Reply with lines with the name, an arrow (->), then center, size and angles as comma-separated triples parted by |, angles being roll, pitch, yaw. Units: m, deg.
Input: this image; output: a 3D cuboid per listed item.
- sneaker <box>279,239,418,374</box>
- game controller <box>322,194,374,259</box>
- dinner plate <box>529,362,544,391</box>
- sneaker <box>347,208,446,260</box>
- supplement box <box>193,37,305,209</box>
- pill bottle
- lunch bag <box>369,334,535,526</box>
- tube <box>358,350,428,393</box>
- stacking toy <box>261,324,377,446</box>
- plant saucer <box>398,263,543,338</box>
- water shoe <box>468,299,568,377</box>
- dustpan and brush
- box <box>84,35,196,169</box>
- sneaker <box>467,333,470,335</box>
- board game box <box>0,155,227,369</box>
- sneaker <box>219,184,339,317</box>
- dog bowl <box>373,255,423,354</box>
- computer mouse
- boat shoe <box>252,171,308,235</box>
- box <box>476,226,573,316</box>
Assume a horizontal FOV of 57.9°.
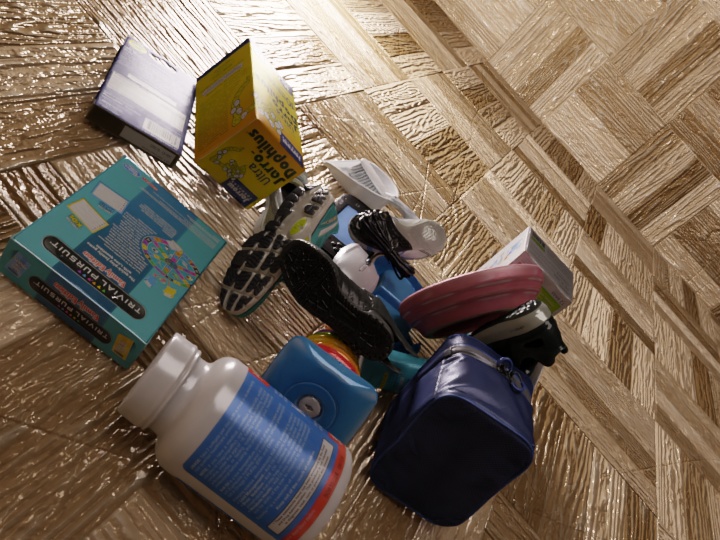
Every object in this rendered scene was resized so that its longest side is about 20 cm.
sneaker -> -0.012, 0.045, 0.756 | 0.200, 0.060, 0.104 | 46, 6, 2
game controller -> -0.017, -0.060, 1.015 | 0.104, 0.042, 0.200 | 45, 30, -3
dinner plate -> 0.206, 0.180, 0.883 | 0.024, 0.204, 0.200 | 27, 27, 14
sneaker -> 0.052, -0.048, 1.009 | 0.197, 0.072, 0.074 | 4, 66, -43
supplement box -> -0.158, -0.209, 0.917 | 0.109, 0.108, 0.203 | 43, 26, -43
pill bottle -> -0.112, 0.150, 0.583 | 0.199, 0.112, 0.113 | 41, 31, -12
lunch bag -> 0.111, 0.173, 0.754 | 0.135, 0.201, 0.133 | 35, 30, -8
tube -> 0.092, 0.144, 0.837 | 0.195, 0.078, 0.051 | 16, 47, -5
stacking toy -> -0.040, 0.108, 0.753 | 0.115, 0.111, 0.201 | 35, 20, -5
plant saucer -> 0.150, 0.047, 0.865 | 0.198, 0.198, 0.052 | 3, 68, -49
water shoe -> 0.174, 0.103, 0.802 | 0.071, 0.200, 0.080 | -28, 82, -25
dustpan and brush -> 0.037, -0.137, 1.153 | 0.202, 0.057, 0.139 | 55, 31, 12
box -> -0.287, -0.232, 0.880 | 0.120, 0.032, 0.203 | 30, 35, -28
sneaker -> 0.158, 0.153, 0.946 | 0.078, 0.079, 0.201 | 50, 48, -13
board game box -> -0.243, -0.018, 0.674 | 0.150, 0.047, 0.201 | 41, 31, -11
sneaker -> -0.088, -0.015, 0.788 | 0.201, 0.076, 0.081 | -50, 138, -26
dog bowl -> 0.037, 0.061, 0.938 | 0.111, 0.050, 0.201 | 40, 30, -12
computer mouse -> 0.000, 0.000, 0.856 | 0.111, 0.043, 0.200 | 56, 40, -7
boat shoe -> -0.099, -0.098, 0.923 | 0.074, 0.064, 0.204 | 44, 30, -23
box -> 0.232, 0.047, 1.051 | 0.113, 0.200, 0.102 | 44, 31, -5
